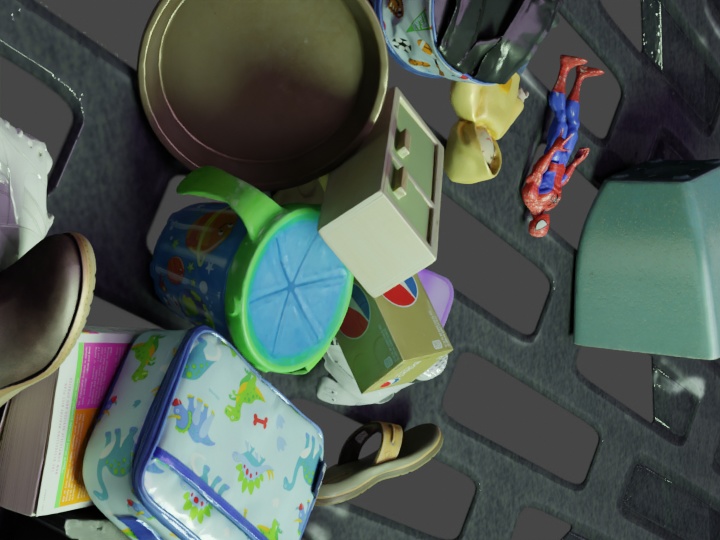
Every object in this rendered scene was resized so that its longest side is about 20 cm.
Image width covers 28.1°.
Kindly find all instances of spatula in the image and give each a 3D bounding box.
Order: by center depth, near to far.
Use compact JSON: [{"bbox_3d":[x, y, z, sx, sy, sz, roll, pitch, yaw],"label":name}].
[{"bbox_3d":[0.031,0.009,1.426,0.200,0.020,0.057,28,82,-51],"label":"spatula"}]

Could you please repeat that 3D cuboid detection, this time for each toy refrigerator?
[{"bbox_3d":[0.023,-0.071,1.182,0.076,0.070,0.200,50,23,-21],"label":"toy refrigerator"}]

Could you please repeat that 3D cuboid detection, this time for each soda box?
[{"bbox_3d":[0.000,0.000,1.249,0.064,0.068,0.201,-10,68,-42],"label":"soda box"}]

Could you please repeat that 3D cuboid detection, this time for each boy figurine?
[{"bbox_3d":[0.133,-0.185,1.456,0.124,0.064,0.201,40,67,-53],"label":"boy figurine"}]

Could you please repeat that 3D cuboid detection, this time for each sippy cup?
[{"bbox_3d":[-0.096,0.002,1.173,0.139,0.130,0.179,-8,108,-50],"label":"sippy cup"}]

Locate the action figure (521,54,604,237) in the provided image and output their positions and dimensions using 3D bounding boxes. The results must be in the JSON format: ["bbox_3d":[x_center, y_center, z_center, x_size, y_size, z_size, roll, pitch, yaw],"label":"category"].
[{"bbox_3d":[0.221,-0.134,1.600,0.065,0.051,0.201,17,91,-56],"label":"action figure"}]

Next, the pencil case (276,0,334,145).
[{"bbox_3d":[-0.058,-0.201,1.184,0.091,0.093,0.201,-35,128,-40],"label":"pencil case"}]

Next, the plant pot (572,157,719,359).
[{"bbox_3d":[0.375,-0.026,1.719,0.196,0.195,0.201,-23,111,-46],"label":"plant pot"}]

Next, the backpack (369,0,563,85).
[{"bbox_3d":[0.088,-0.267,1.301,0.199,0.153,0.192,19,80,-45],"label":"backpack"}]

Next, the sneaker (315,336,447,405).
[{"bbox_3d":[-0.028,0.061,1.318,0.199,0.115,0.075,28,49,-17],"label":"sneaker"}]

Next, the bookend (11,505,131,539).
[{"bbox_3d":[-0.213,0.280,1.148,0.198,0.092,0.201,13,92,-53],"label":"bookend"}]

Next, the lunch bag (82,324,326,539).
[{"bbox_3d":[-0.115,0.153,1.110,0.200,0.082,0.161,51,47,-38],"label":"lunch bag"}]

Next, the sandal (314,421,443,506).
[{"bbox_3d":[0.008,0.180,1.424,0.199,0.080,0.054,-17,94,-43],"label":"sandal"}]

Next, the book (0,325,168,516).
[{"bbox_3d":[-0.201,0.110,1.105,0.200,0.048,0.135,13,90,-71],"label":"book"}]

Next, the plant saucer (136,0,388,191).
[{"bbox_3d":[-0.077,-0.159,1.140,0.199,0.030,0.201,-3,117,-6],"label":"plant saucer"}]

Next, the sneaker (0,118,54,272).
[{"bbox_3d":[-0.268,-0.084,0.987,0.100,0.074,0.201,-52,145,-37],"label":"sneaker"}]

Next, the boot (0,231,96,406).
[{"bbox_3d":[-0.282,0.043,0.944,0.166,0.073,0.200,13,126,-49],"label":"boot"}]
